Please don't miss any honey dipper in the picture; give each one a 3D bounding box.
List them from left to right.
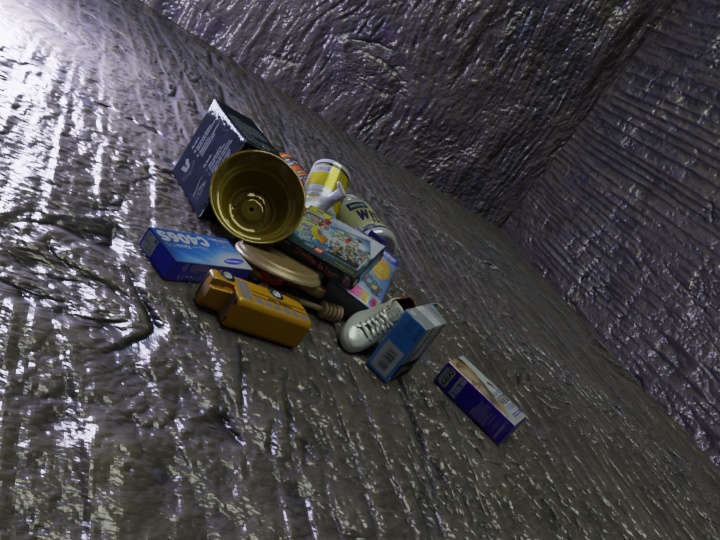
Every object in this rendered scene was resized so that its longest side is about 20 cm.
[{"bbox_3d":[-0.123,0.062,1.419,0.198,0.038,0.038,22,22,-31],"label":"honey dipper"}]

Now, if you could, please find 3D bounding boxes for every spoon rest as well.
[{"bbox_3d":[-0.120,-0.152,1.705,0.101,0.198,0.061,66,15,5],"label":"spoon rest"}]

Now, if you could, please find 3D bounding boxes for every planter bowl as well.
[{"bbox_3d":[-0.218,-0.138,1.442,0.199,0.202,0.083,34,-25,-8],"label":"planter bowl"}]

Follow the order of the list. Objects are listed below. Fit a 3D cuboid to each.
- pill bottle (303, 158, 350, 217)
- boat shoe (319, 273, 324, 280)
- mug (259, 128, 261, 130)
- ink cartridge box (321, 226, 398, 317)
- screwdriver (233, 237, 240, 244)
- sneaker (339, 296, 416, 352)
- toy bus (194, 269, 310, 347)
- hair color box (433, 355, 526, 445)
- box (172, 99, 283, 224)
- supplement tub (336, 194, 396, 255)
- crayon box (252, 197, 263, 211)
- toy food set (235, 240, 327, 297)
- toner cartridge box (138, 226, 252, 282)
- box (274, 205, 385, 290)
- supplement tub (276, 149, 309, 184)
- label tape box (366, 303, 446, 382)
[{"bbox_3d":[-0.105,-0.180,1.810,0.110,0.111,0.202,31,58,-16],"label":"pill bottle"},{"bbox_3d":[-0.070,-0.018,1.659,0.060,0.074,0.201,28,22,-26],"label":"boat shoe"},{"bbox_3d":[-0.298,-0.293,1.729,0.145,0.202,0.176,-15,41,-8],"label":"mug"},{"bbox_3d":[0.000,0.000,1.571,0.136,0.076,0.202,36,49,-16],"label":"ink cartridge box"},{"bbox_3d":[-0.188,-0.101,1.520,0.028,0.199,0.029,-9,-69,61],"label":"screwdriver"},{"bbox_3d":[0.039,0.100,1.442,0.199,0.084,0.073,-31,88,-42],"label":"sneaker"},{"bbox_3d":[-0.187,0.068,1.219,0.198,0.065,0.079,24,23,-38],"label":"toy bus"},{"bbox_3d":[0.268,0.286,1.563,0.200,0.065,0.109,42,18,20],"label":"hair color box"},{"bbox_3d":[-0.297,-0.233,1.549,0.117,0.198,0.201,19,24,-45],"label":"box"},{"bbox_3d":[-0.006,-0.099,1.868,0.144,0.146,0.201,19,24,-44],"label":"supplement tub"},{"bbox_3d":[-0.189,-0.100,1.615,0.200,0.052,0.126,44,1,23],"label":"crayon box"},{"bbox_3d":[-0.170,-0.008,1.426,0.197,0.049,0.199,32,12,26],"label":"toy food set"},{"bbox_3d":[-0.296,-0.023,1.273,0.095,0.043,0.199,47,19,25],"label":"toner cartridge box"},{"bbox_3d":[-0.065,-0.052,1.483,0.198,0.038,0.137,30,42,16],"label":"box"},{"bbox_3d":[-0.204,-0.256,1.951,0.106,0.108,0.200,13,29,-52],"label":"supplement tub"},{"bbox_3d":[0.111,0.147,1.467,0.066,0.144,0.199,42,18,19],"label":"label tape box"}]
